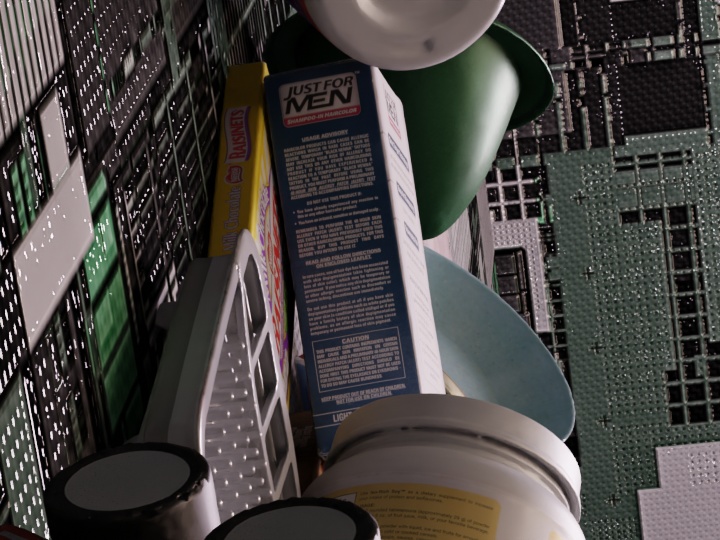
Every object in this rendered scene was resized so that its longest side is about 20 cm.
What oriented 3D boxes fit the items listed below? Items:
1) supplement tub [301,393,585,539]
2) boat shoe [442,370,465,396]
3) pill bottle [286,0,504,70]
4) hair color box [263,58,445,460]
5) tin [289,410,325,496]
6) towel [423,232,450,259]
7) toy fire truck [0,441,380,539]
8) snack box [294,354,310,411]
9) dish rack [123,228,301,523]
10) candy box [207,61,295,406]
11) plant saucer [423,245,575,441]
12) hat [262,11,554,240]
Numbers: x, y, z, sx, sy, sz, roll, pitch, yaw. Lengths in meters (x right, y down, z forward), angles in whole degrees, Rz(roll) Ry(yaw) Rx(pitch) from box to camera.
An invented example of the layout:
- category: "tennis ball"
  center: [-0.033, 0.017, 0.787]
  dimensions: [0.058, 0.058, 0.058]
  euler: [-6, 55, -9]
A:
- category: "supplement tub"
  center: [0.028, 0.173, 1.229]
  dimensions: [0.145, 0.145, 0.200]
  euler: [76, 22, -51]
- category: "boat shoe"
  center: [0.043, 0.148, 1.564]
  dimensions: [0.065, 0.072, 0.200]
  euler: [-41, 121, -55]
- category: "pill bottle"
  center: [-0.004, -0.183, 1.387]
  dimensions: [0.200, 0.111, 0.111]
  euler: [-130, -151, -62]
- category: "hair color box"
  center: [0.000, 0.000, 1.379]
  dimensions: [0.100, 0.060, 0.200]
  euler: [49, 33, -76]
- category: "tin"
  center: [-0.025, 0.138, 1.400]
  dimensions: [0.200, 0.042, 0.112]
  euler: [-66, 154, -78]
- category: "towel"
  center: [0.057, -0.008, 2.296]
  dimensions: [0.191, 0.032, 0.200]
  euler: [-89, 171, -52]
- category: "toy fire truck"
  center: [-0.069, 0.150, 0.645]
  dimensions: [0.200, 0.176, 0.129]
  euler: [-26, 118, -38]
- category: "snack box"
  center: [0.003, 0.146, 1.535]
  dimensions: [0.072, 0.024, 0.200]
  euler: [24, -52, 53]
- category: "dish rack"
  center: [-0.061, 0.094, 1.096]
  dimensions: [0.200, 0.044, 0.172]
  euler: [-83, 167, -63]
- category: "candy box"
  center: [-0.053, -0.008, 1.338]
  dimensions: [0.200, 0.026, 0.102]
  euler: [-89, 167, -51]
- category: "plant saucer"
  center: [0.044, 0.053, 1.686]
  dimensions: [0.039, 0.201, 0.201]
  euler: [-52, -165, 25]
- category: "hat"
  center: [0.022, -0.032, 1.498]
  dimensions: [0.200, 0.166, 0.176]
  euler: [47, 45, -57]
